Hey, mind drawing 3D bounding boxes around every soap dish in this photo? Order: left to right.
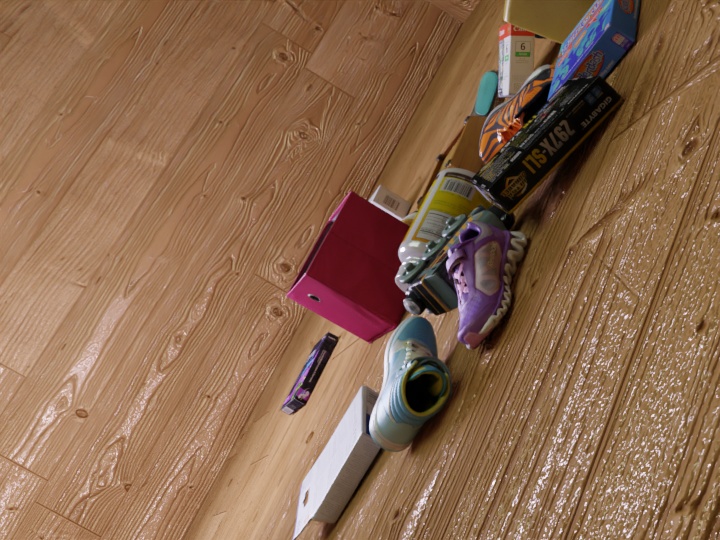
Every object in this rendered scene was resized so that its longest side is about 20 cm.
[{"bbox_3d":[0.187,-0.187,1.743,0.157,0.081,0.200,-53,8,45],"label":"soap dish"}]

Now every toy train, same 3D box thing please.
[{"bbox_3d":[0.139,-0.016,1.283,0.200,0.085,0.114,-47,12,-29],"label":"toy train"}]

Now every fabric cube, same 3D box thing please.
[{"bbox_3d":[0.000,0.000,1.812,0.200,0.199,0.196,-62,8,-20],"label":"fabric cube"}]

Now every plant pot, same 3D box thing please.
[{"bbox_3d":[0.336,-0.488,1.546,0.200,0.200,0.177,-70,1,-59],"label":"plant pot"}]

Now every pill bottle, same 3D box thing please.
[{"bbox_3d":[0.130,-0.052,1.442,0.200,0.109,0.109,-62,7,-21],"label":"pill bottle"}]

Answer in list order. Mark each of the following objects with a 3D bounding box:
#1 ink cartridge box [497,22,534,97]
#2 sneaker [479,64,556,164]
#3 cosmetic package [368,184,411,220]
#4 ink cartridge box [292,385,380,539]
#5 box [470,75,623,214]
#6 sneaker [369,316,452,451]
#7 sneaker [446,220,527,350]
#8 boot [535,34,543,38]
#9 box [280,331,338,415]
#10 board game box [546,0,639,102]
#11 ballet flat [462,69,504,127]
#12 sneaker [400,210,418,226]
[{"bbox_3d":[0.294,-0.430,1.754,0.109,0.050,0.200,-107,16,-81],"label":"ink cartridge box"},{"bbox_3d":[0.250,-0.233,1.478,0.200,0.078,0.112,-55,7,33],"label":"sneaker"},{"bbox_3d":[0.044,-0.128,2.498,0.200,0.101,0.071,-51,10,49],"label":"cosmetic package"},{"bbox_3d":[-0.031,0.295,1.409,0.200,0.041,0.200,-58,7,12],"label":"ink cartridge box"},{"bbox_3d":[0.239,-0.168,1.225,0.200,0.049,0.160,-46,6,5],"label":"box"},{"bbox_3d":[0.080,0.123,1.186,0.131,0.079,0.200,125,163,-52],"label":"sneaker"},{"bbox_3d":[0.143,0.010,1.157,0.081,0.088,0.200,-51,12,46],"label":"sneaker"},{"bbox_3d":[0.401,-0.550,1.780,0.163,0.073,0.198,-65,15,-23],"label":"boot"},{"bbox_3d":[-0.130,0.262,2.356,0.200,0.036,0.143,-61,6,-27],"label":"box"},{"bbox_3d":[0.343,-0.332,1.356,0.152,0.045,0.200,-54,8,41],"label":"board game box"},{"bbox_3d":[0.250,-0.300,1.863,0.065,0.070,0.200,5,-69,-53],"label":"ballet flat"},{"bbox_3d":[0.092,-0.056,2.004,0.088,0.076,0.200,-44,-3,-43],"label":"sneaker"}]
